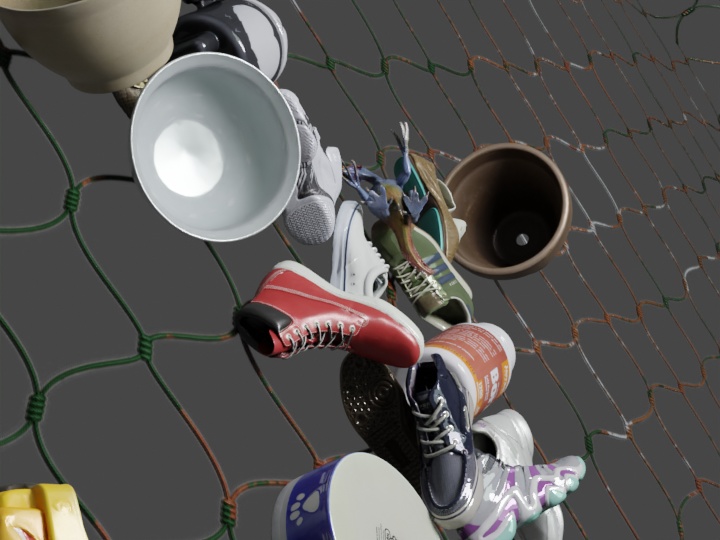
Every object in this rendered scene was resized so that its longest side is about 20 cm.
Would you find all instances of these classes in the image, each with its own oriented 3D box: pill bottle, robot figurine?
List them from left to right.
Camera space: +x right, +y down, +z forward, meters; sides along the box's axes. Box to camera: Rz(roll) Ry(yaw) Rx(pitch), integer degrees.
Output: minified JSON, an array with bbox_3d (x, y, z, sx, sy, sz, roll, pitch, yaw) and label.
[{"bbox_3d":[-0.161,-0.253,1.647,0.124,0.151,0.200,23,26,12],"label":"robot figurine"},{"bbox_3d":[0.125,0.129,1.769,0.112,0.112,0.200,61,28,2],"label":"pill bottle"}]

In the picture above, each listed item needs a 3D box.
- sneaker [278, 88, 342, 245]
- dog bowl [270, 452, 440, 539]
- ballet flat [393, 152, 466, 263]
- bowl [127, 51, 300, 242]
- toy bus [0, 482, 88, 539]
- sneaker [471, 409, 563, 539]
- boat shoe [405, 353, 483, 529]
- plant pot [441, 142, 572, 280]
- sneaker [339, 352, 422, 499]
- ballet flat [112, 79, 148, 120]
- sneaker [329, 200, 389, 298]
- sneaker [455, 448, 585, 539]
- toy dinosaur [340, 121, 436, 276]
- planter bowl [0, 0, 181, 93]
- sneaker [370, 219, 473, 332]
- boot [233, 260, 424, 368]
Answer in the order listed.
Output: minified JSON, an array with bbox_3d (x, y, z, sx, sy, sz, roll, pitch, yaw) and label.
[{"bbox_3d":[-0.074,-0.140,1.705,0.115,0.075,0.201,-78,155,-60],"label":"sneaker"},{"bbox_3d":[0.002,0.292,1.440,0.200,0.079,0.201,40,34,-34],"label":"dog bowl"},{"bbox_3d":[0.108,-0.080,1.990,0.072,0.068,0.201,2,54,-34],"label":"ballet flat"},{"bbox_3d":[-0.170,-0.127,1.507,0.200,0.090,0.202,3,84,-30],"label":"bowl"},{"bbox_3d":[-0.296,0.215,0.901,0.192,0.200,0.136,19,46,-41],"label":"toy bus"},{"bbox_3d":[0.191,0.281,1.800,0.099,0.075,0.201,-7,69,-40],"label":"sneaker"},{"bbox_3d":[0.084,0.184,1.549,0.093,0.074,0.200,55,21,-36],"label":"boat shoe"},{"bbox_3d":[0.225,-0.066,2.079,0.175,0.200,0.201,44,26,-66],"label":"plant pot"},{"bbox_3d":[0.036,0.183,1.639,0.201,0.070,0.076,64,9,2],"label":"sneaker"},{"bbox_3d":[-0.206,-0.159,1.566,0.200,0.046,0.067,50,28,-19],"label":"ballet flat"},{"bbox_3d":[0.000,0.000,1.711,0.073,0.070,0.201,89,3,-54],"label":"sneaker"},{"bbox_3d":[0.177,0.247,1.723,0.200,0.078,0.140,-31,81,-33],"label":"sneaker"},{"bbox_3d":[0.021,-0.090,1.816,0.181,0.105,0.201,-174,-103,-81],"label":"toy dinosaur"},{"bbox_3d":[-0.268,-0.269,1.442,0.201,0.199,0.135,-86,163,-47],"label":"planter bowl"},{"bbox_3d":[0.089,0.018,1.864,0.200,0.067,0.090,44,27,-33],"label":"sneaker"},{"bbox_3d":[-0.035,0.076,1.538,0.199,0.073,0.144,25,31,6],"label":"boot"}]
